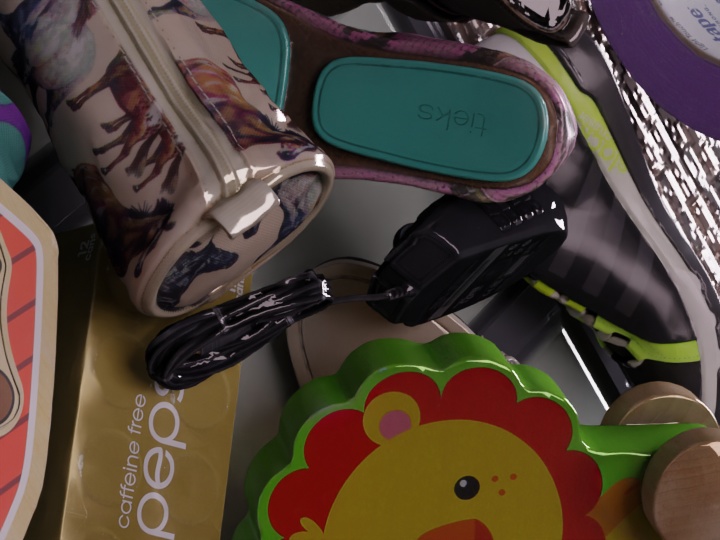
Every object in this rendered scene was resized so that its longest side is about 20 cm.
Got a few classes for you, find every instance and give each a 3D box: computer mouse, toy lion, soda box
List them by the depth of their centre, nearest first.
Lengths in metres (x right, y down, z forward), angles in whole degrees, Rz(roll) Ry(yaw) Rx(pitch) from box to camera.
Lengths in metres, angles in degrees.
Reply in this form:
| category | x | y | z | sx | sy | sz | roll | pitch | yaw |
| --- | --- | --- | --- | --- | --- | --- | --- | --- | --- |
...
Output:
| category | x | y | z | sx | sy | sz | roll | pitch | yaw |
| --- | --- | --- | --- | --- | --- | --- | --- | --- | --- |
| soda box | -0.092 | 0.089 | 0.838 | 0.068 | 0.064 | 0.201 | 19 | 69 | -38 |
| computer mouse | 0.000 | 0.000 | 0.873 | 0.199 | 0.059 | 0.034 | -16 | 68 | -44 |
| toy lion | 0.047 | 0.121 | 0.923 | 0.191 | 0.069 | 0.201 | -2 | 110 | -13 |

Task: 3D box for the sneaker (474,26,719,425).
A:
| category | x | y | z | sx | sy | sz | roll | pitch | yaw |
| --- | --- | --- | --- | --- | --- | --- | --- | --- | --- |
| sneaker | 0.083 | -0.010 | 1.027 | 0.083 | 0.072 | 0.201 | -30 | 102 | -16 |

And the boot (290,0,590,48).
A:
| category | x | y | z | sx | sy | sz | roll | pitch | yaw |
| --- | --- | --- | --- | --- | --- | --- | --- | --- | --- |
| boot | -0.023 | -0.151 | 0.866 | 0.200 | 0.174 | 0.069 | 41 | 73 | -29 |

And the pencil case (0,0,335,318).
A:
| category | x | y | z | sx | sy | sz | roll | pitch | yaw |
| --- | --- | --- | --- | --- | --- | --- | --- | --- | --- |
| pencil case | -0.084 | -0.079 | 0.816 | 0.078 | 0.090 | 0.200 | -31 | 71 | -6 |

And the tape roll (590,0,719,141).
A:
| category | x | y | z | sx | sy | sz | roll | pitch | yaw |
| --- | --- | --- | --- | --- | --- | --- | --- | --- | --- |
| tape roll | 0.184 | -0.154 | 1.039 | 0.065 | 0.200 | 0.201 | -13 | 90 | -41 |

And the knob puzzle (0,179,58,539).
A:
| category | x | y | z | sx | sy | sz | roll | pitch | yaw |
| --- | --- | --- | --- | --- | --- | --- | --- | --- | --- |
| knob puzzle | -0.148 | 0.031 | 0.695 | 0.219 | 0.030 | 0.221 | 8 | 79 | -49 |

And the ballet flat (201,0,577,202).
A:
| category | x | y | z | sx | sy | sz | roll | pitch | yaw |
| --- | --- | --- | --- | --- | --- | --- | --- | --- | --- |
| ballet flat | -0.019 | -0.065 | 0.900 | 0.071 | 0.199 | 0.070 | 0 | 101 | -82 |

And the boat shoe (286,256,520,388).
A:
| category | x | y | z | sx | sy | sz | roll | pitch | yaw |
| --- | --- | --- | --- | --- | --- | --- | --- | --- | --- |
| boat shoe | 0.041 | 0.065 | 0.980 | 0.200 | 0.073 | 0.063 | 45 | 12 | -19 |

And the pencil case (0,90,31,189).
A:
| category | x | y | z | sx | sy | sz | roll | pitch | yaw |
| --- | --- | --- | --- | --- | --- | --- | --- | --- | --- |
| pencil case | -0.167 | 0.031 | 0.768 | 0.092 | 0.085 | 0.201 | 15 | 68 | -6 |
